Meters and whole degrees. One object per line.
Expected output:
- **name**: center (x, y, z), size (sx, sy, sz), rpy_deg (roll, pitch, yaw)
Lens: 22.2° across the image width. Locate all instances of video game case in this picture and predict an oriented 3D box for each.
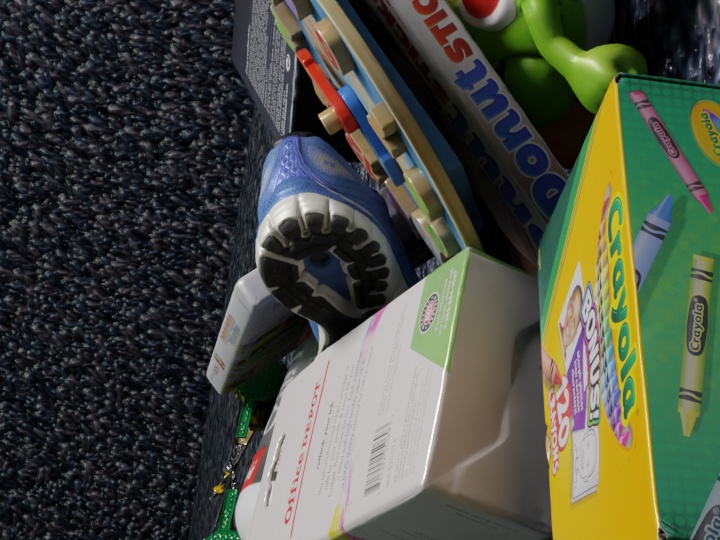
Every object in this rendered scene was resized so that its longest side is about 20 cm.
- **video game case**: center (-0.002, -0.007, 1.134), size (0.023, 0.200, 0.182), rpy_deg (53, 160, 10)

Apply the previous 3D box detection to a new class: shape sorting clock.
- **shape sorting clock**: center (0.000, -0.077, 0.851), size (0.200, 0.039, 0.200), rpy_deg (56, -179, -2)

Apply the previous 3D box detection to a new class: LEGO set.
- **LEGO set**: center (-0.024, 0.158, 1.194), size (0.116, 0.154, 0.200), rpy_deg (77, -169, -53)

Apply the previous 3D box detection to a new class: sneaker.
- **sneaker**: center (0.000, 0.000, 0.942), size (0.200, 0.078, 0.089), rpy_deg (65, -166, -52)

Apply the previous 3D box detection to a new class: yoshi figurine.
- **yoshi figurine**: center (0.107, -0.134, 0.826), size (0.112, 0.112, 0.200), rpy_deg (44, 161, 23)

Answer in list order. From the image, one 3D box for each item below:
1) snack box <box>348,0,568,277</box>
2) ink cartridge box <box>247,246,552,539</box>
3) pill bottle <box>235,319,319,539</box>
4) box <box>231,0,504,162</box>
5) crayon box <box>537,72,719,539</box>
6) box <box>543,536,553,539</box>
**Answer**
- **snack box**: center (0.058, -0.060, 0.845), size (0.200, 0.024, 0.072), rpy_deg (56, 167, 5)
- **ink cartridge box**: center (0.020, 0.083, 0.855), size (0.200, 0.067, 0.117), rpy_deg (-37, 36, 57)
- **pill bottle**: center (-0.006, 0.120, 1.070), size (0.116, 0.116, 0.200), rpy_deg (111, 180, -60)
- **box**: center (0.013, -0.140, 1.055), size (0.200, 0.148, 0.104), rpy_deg (-121, 33, -63)
- **crayon box**: center (0.112, 0.041, 0.688), size (0.119, 0.058, 0.200), rpy_deg (107, 166, -54)
- **box**: center (0.074, 0.155, 0.890), size (0.200, 0.050, 0.075), rpy_deg (139, 138, -77)
